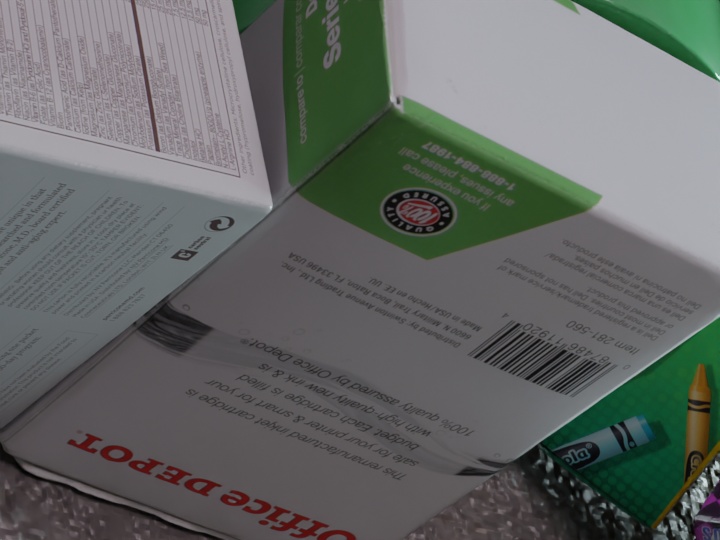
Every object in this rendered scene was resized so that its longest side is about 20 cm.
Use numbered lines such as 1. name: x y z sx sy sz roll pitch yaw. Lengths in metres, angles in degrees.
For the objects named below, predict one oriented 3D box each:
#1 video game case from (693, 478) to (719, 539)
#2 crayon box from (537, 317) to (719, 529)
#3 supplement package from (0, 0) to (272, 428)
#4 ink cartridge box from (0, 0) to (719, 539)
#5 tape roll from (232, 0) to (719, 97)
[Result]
1. video game case: 0.178 0.115 0.945 0.200 0.036 0.182 -47 134 -50
2. crayon box: 0.153 -0.013 0.940 0.058 0.200 0.119 37 31 5
3. supplement package: -0.157 -0.062 0.720 0.199 0.152 0.151 12 54 -39
4. ink cartridge box: 0.000 0.000 0.797 0.146 0.200 0.085 25 45 -32
5. tape roll: 0.025 -0.046 0.851 0.200 0.200 0.048 24 46 -32
